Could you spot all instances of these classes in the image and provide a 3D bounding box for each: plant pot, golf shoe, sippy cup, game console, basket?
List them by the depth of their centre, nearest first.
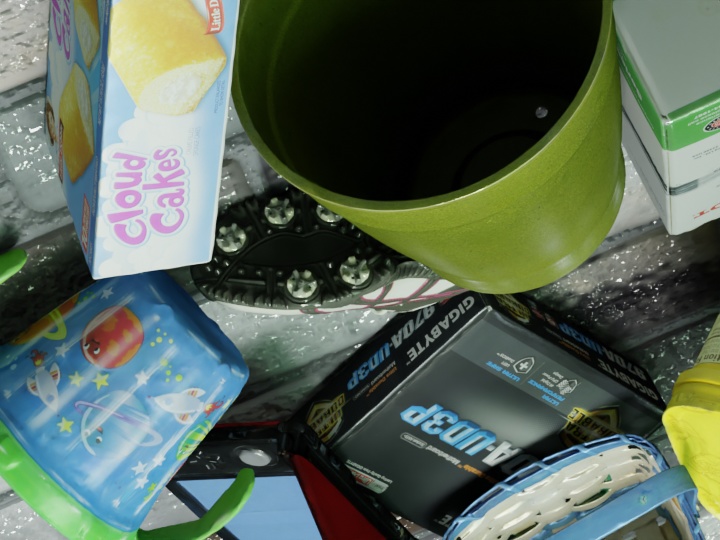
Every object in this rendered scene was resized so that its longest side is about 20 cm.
[{"bbox_3d":[0.057,-0.081,1.485,0.200,0.200,0.193,-30,149,4],"label":"plant pot"},{"bbox_3d":[-0.138,0.067,1.571,0.130,0.140,0.178,-42,144,5],"label":"sippy cup"},{"bbox_3d":[0.000,0.000,1.611,0.200,0.077,0.088,-9,149,-13],"label":"golf shoe"},{"bbox_3d":[-0.031,0.183,1.689,0.172,0.119,0.200,-5,149,25],"label":"game console"},{"bbox_3d":[0.129,0.182,1.722,0.176,0.139,0.200,-28,167,2],"label":"basket"}]

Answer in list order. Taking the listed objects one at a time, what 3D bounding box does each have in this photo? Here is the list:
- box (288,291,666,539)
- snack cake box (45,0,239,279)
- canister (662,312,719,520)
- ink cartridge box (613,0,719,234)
[{"bbox_3d":[0.075,0.092,1.759,0.159,0.046,0.200,-42,136,18],"label":"box"},{"bbox_3d":[-0.112,-0.109,1.412,0.067,0.115,0.200,-9,135,-18],"label":"snack cake box"},{"bbox_3d":[0.270,0.044,1.703,0.200,0.086,0.149,-61,145,-25],"label":"canister"},{"bbox_3d":[0.216,-0.109,1.549,0.146,0.083,0.200,-25,162,-2],"label":"ink cartridge box"}]
